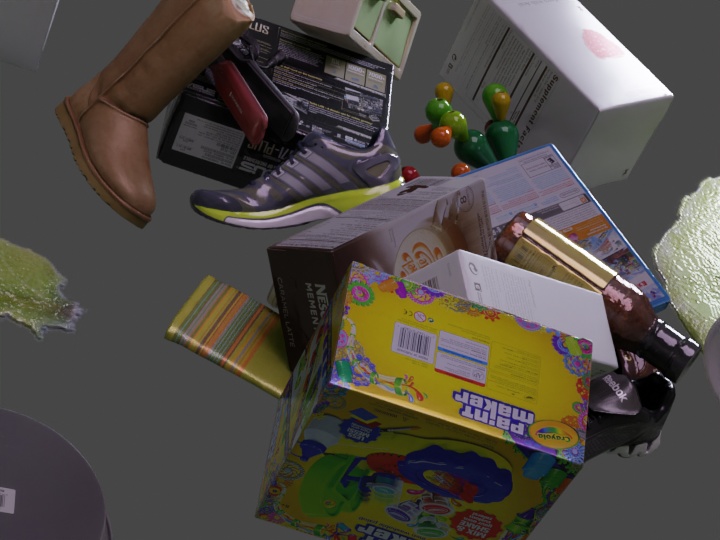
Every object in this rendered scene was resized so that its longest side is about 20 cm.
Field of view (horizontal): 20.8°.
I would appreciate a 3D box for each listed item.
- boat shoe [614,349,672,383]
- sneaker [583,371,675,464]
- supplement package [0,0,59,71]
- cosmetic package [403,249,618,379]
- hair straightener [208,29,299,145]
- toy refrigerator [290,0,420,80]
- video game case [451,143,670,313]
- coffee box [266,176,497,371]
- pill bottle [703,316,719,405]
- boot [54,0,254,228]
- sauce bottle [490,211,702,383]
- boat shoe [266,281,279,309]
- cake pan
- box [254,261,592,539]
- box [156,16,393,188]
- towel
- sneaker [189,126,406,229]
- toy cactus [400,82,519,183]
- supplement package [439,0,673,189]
[{"bbox_3d":[0.212,0.035,1.814,0.070,0.070,0.200,-4,46,-38],"label":"boat shoe"},{"bbox_3d":[0.196,0.126,1.682,0.200,0.091,0.067,-10,49,-37],"label":"sneaker"},{"bbox_3d":[-0.369,-0.300,1.808,0.199,0.156,0.111,16,38,-12],"label":"supplement package"},{"bbox_3d":[0.112,0.051,1.616,0.200,0.101,0.071,15,56,-46],"label":"cosmetic package"},{"bbox_3d":[-0.109,-0.188,1.786,0.077,0.041,0.200,-8,44,-36],"label":"hair straightener"},{"bbox_3d":[0.001,-0.250,1.931,0.070,0.076,0.200,18,-3,17],"label":"toy refrigerator"},{"bbox_3d":[0.172,-0.021,1.795,0.143,0.018,0.200,-20,61,-27],"label":"video game case"},{"bbox_3d":[0.024,0.003,1.663,0.080,0.115,0.200,4,23,43],"label":"coffee box"},{"bbox_3d":[0.429,0.073,1.857,0.200,0.115,0.114,-13,52,-39],"label":"pill bottle"},{"bbox_3d":[-0.170,-0.160,1.718,0.066,0.200,0.175,29,22,-53],"label":"boot"},{"bbox_3d":[0.205,0.027,1.715,0.200,0.066,0.066,38,39,14],"label":"sauce bottle"},{"bbox_3d":[0.000,0.001,1.735,0.065,0.075,0.202,41,33,26],"label":"boat shoe"},{"bbox_3d":[-0.270,0.172,1.410,0.200,0.037,0.201,16,39,-13],"label":"cake pan"},{"bbox_3d":[0.047,0.123,1.508,0.199,0.193,0.122,18,48,-9],"label":"box"},{"bbox_3d":[-0.079,-0.151,1.855,0.199,0.086,0.164,18,39,-10],"label":"box"},{"bbox_3d":[-0.064,0.079,1.654,0.200,0.018,0.086,30,42,4],"label":"towel"},{"bbox_3d":[-0.055,-0.081,1.754,0.199,0.081,0.074,-8,4,-12],"label":"sneaker"},{"bbox_3d":[0.117,-0.099,1.921,0.165,0.102,0.200,43,34,-9],"label":"toy cactus"},{"bbox_3d":[0.202,-0.192,2.034,0.121,0.120,0.200,-14,53,-41],"label":"supplement package"}]
